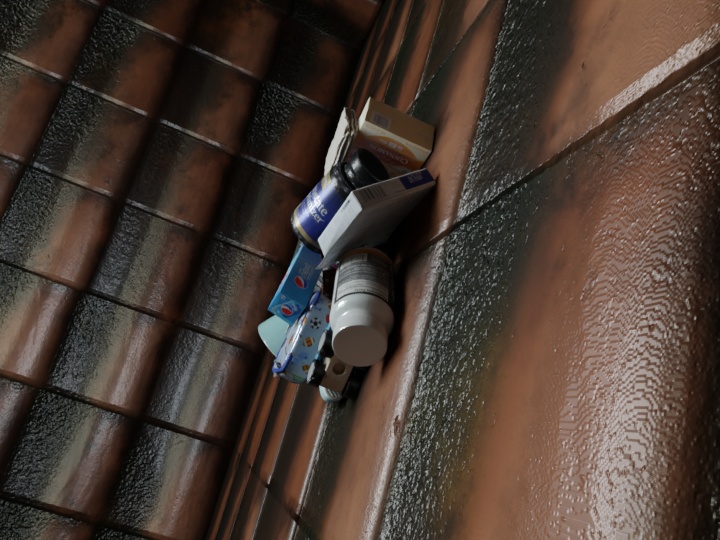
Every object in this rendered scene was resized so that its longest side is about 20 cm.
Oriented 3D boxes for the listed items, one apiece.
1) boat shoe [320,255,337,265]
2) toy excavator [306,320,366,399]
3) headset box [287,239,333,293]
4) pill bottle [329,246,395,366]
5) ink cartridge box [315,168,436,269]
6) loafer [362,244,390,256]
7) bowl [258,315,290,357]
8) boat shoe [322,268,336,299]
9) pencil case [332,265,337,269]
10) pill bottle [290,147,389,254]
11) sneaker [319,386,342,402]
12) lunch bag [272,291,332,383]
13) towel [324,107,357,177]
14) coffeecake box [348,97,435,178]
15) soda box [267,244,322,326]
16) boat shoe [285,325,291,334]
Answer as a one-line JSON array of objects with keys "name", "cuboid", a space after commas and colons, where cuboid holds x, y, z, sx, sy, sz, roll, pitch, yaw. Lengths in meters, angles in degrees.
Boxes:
[{"name": "boat shoe", "cuboid": [-0.013, -0.078, 1.212, 0.201, 0.074, 0.063, -42, -2, 40]}, {"name": "toy excavator", "cuboid": [-0.033, 0.117, 1.140, 0.201, 0.097, 0.199, -103, 34, -69]}, {"name": "headset box", "cuboid": [-0.114, 0.019, 1.490, 0.148, 0.076, 0.205, 40, 119, 37]}, {"name": "pill bottle", "cuboid": [0.004, 0.061, 1.023, 0.203, 0.113, 0.118, -85, 19, -51]}, {"name": "ink cartridge box", "cuboid": [0.018, -0.094, 1.061, 0.197, 0.041, 0.200, -24, -17, -40]}, {"name": "loafer", "cuboid": [0.000, 0.000, 1.256, 0.201, 0.069, 0.075, 123, 163, -50]}, {"name": "bowl", "cuboid": [-0.159, 0.172, 1.501, 0.105, 0.200, 0.201, -48, 14, 6]}, {"name": "boat shoe", "cuboid": [-0.079, 0.086, 1.408, 0.071, 0.068, 0.205, -129, 43, -55]}, {"name": "pencil case", "cuboid": [-0.015, -0.082, 1.302, 0.200, 0.092, 0.093, -43, 46, 40]}, {"name": "pill bottle", "cuboid": [-0.038, -0.134, 1.119, 0.200, 0.111, 0.113, -43, 24, 29]}, {"name": "sneaker", "cuboid": [-0.051, 0.174, 1.209, 0.082, 0.072, 0.205, 135, 153, -60]}, {"name": "lunch bag", "cuboid": [-0.125, 0.151, 1.270, 0.204, 0.074, 0.160, -63, 12, -15]}, {"name": "towel", "cuboid": [-0.044, -0.261, 1.225, 0.201, 0.034, 0.135, -96, 27, -64]}, {"name": "coffeecake box", "cuboid": [0.046, -0.241, 1.229, 0.201, 0.150, 0.075, 125, 163, -53]}, {"name": "soda box", "cuboid": [-0.137, 0.025, 1.290, 0.064, 0.067, 0.202, -50, 12, 33]}, {"name": "boat shoe", "cuboid": [-0.145, 0.126, 1.391, 0.075, 0.084, 0.207, 123, 125, -72]}]
